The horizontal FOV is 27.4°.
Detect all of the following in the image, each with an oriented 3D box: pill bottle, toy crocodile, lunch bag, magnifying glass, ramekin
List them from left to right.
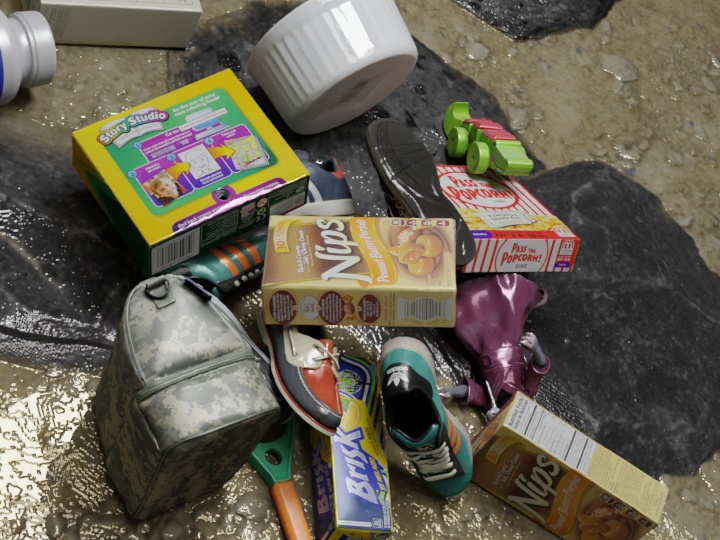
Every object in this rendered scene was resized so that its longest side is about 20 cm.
[{"bbox_3d":[-0.436,-0.227,1.594,0.198,0.112,0.113,-16,66,-34],"label":"pill bottle"},{"bbox_3d":[-0.183,0.117,1.424,0.138,0.200,0.169,-21,69,-30],"label":"lunch bag"},{"bbox_3d":[-0.089,0.202,1.530,0.079,0.022,0.202,-6,62,-29],"label":"magnifying glass"},{"bbox_3d":[-0.028,-0.249,1.761,0.199,0.200,0.098,-22,76,-36],"label":"ramekin"},{"bbox_3d":[0.157,-0.159,1.829,0.067,0.063,0.200,3,18,-18],"label":"toy crocodile"}]

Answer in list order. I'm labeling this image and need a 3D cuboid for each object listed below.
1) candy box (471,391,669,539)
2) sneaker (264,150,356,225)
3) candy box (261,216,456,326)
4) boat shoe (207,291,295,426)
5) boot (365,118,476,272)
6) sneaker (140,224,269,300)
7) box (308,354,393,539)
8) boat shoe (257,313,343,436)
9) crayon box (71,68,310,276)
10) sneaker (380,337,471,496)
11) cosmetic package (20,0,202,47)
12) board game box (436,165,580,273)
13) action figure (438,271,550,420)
[{"bbox_3d":[0.219,0.228,1.603,0.199,0.116,0.056,32,49,-3],"label":"candy box"},{"bbox_3d":[-0.092,-0.092,1.677,0.199,0.074,0.086,-7,80,-49],"label":"sneaker"},{"bbox_3d":[0.000,0.000,1.533,0.197,0.056,0.116,2,40,1],"label":"candy box"},{"bbox_3d":[-0.145,0.085,1.521,0.200,0.069,0.057,41,12,4],"label":"boat shoe"},{"bbox_3d":[0.043,-0.056,1.688,0.073,0.151,0.201,-21,70,-34],"label":"boot"},{"bbox_3d":[-0.149,-0.002,1.617,0.198,0.071,0.081,-4,75,-31],"label":"sneaker"},{"bbox_3d":[-0.013,0.192,1.542,0.063,0.070,0.202,7,55,-19],"label":"box"},{"bbox_3d":[-0.054,0.089,1.525,0.071,0.063,0.201,37,16,-36],"label":"boat shoe"},{"bbox_3d":[-0.182,-0.109,1.576,0.198,0.059,0.173,-25,61,-24],"label":"crayon box"},{"bbox_3d":[0.064,0.170,1.527,0.080,0.071,0.201,-79,151,-54],"label":"sneaker"},{"bbox_3d":[-0.299,-0.329,1.757,0.198,0.073,0.105,0,58,-27],"label":"cosmetic package"},{"bbox_3d":[0.146,-0.063,1.755,0.150,0.047,0.200,0,29,-27],"label":"board game box"},{"bbox_3d":[0.155,0.104,1.692,0.149,0.132,0.203,32,46,-64],"label":"action figure"}]
